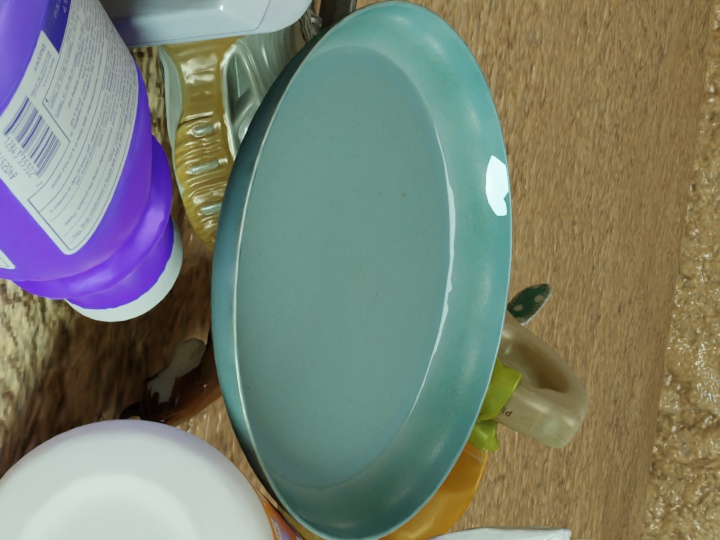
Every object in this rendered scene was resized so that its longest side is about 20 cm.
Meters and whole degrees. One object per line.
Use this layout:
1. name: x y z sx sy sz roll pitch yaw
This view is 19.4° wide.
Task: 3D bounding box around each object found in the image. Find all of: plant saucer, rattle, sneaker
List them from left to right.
1. sneaker: -0.054 -0.106 0.802 0.088 0.075 0.202 -107 -167 -65
2. plant saucer: 0.000 0.000 0.786 0.200 0.027 0.202 -18 111 -57
3. rattle: 0.066 0.079 1.350 0.200 0.129 0.144 -112 -146 -65

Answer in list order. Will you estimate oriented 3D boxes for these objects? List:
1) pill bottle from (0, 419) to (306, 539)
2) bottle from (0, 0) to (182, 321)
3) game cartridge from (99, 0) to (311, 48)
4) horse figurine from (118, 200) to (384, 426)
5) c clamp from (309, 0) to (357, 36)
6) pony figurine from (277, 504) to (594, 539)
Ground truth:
1. pill bottle: -0.065 0.133 0.781 0.200 0.111 0.113 61 40 -68
2. bottle: -0.101 -0.041 0.632 0.200 0.065 0.084 63 39 -66
3. game cartridge: -0.041 -0.170 0.674 0.040 0.133 0.202 15 83 -34
4. horse figurine: -0.029 -0.002 0.911 0.133 0.050 0.200 -54 -176 17
5. c clamp: -0.019 -0.174 0.935 0.171 0.027 0.202 -31 127 -78
6. pony figurine: 0.016 0.192 0.936 0.201 0.191 0.167 -75 171 -45
